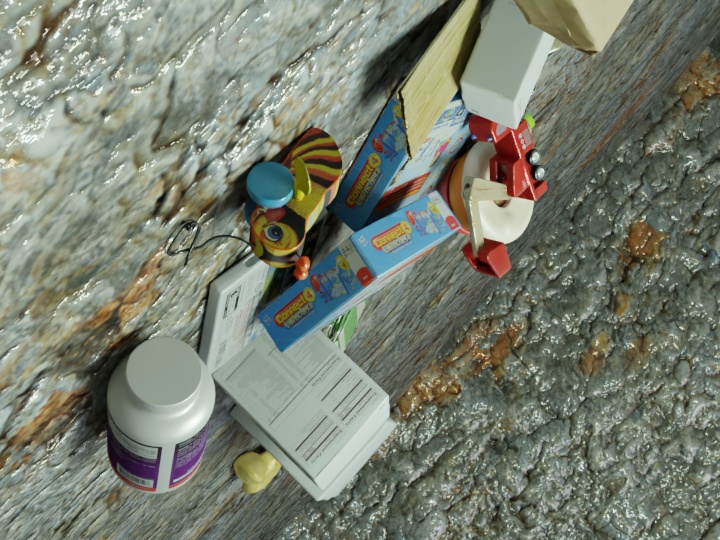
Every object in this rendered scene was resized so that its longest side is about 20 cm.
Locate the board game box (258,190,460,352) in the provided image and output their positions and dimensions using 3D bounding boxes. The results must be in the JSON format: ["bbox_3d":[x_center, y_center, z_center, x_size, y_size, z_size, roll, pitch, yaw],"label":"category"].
[{"bbox_3d":[0.000,0.000,1.154,0.195,0.056,0.199,-39,174,39],"label":"board game box"}]

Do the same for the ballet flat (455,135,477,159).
[{"bbox_3d":[0.198,-0.221,1.410,0.200,0.057,0.067,-46,168,-30],"label":"ballet flat"}]

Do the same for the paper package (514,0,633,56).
[{"bbox_3d":[0.215,-0.345,0.877,0.201,0.103,0.190,-56,145,2],"label":"paper package"}]

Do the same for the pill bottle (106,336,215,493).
[{"bbox_3d":[-0.216,0.154,1.003,0.112,0.112,0.201,-39,164,-33],"label":"pill bottle"}]

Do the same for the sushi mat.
[{"bbox_3d":[0.091,-0.221,1.024,0.201,0.012,0.096,-57,153,-32],"label":"sushi mat"}]

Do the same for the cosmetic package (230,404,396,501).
[{"bbox_3d":[-0.071,0.241,1.512,0.167,0.200,0.167,-48,167,-3],"label":"cosmetic package"}]

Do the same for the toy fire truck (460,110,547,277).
[{"bbox_3d":[0.172,-0.110,1.197,0.141,0.048,0.202,-40,123,-24],"label":"toy fire truck"}]

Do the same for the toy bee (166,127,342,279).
[{"bbox_3d":[-0.075,-0.045,0.923,0.200,0.108,0.131,-48,168,-6],"label":"toy bee"}]

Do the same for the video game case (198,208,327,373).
[{"bbox_3d":[-0.124,0.027,1.148,0.182,0.022,0.201,-40,163,-34],"label":"video game case"}]

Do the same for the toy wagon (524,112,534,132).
[{"bbox_3d":[0.201,-0.177,1.419,0.155,0.040,0.200,-46,-164,-11],"label":"toy wagon"}]

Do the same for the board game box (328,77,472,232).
[{"bbox_3d":[0.070,-0.158,1.187,0.199,0.056,0.197,-29,156,-55],"label":"board game box"}]

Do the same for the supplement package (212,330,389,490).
[{"bbox_3d":[-0.079,0.178,1.313,0.151,0.200,0.152,-45,166,-12],"label":"supplement package"}]

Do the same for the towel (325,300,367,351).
[{"bbox_3d":[-0.005,0.038,1.430,0.153,0.023,0.202,87,26,-72],"label":"towel"}]

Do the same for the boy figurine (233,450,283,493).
[{"bbox_3d":[-0.192,0.383,1.805,0.125,0.064,0.200,-50,166,7],"label":"boy figurine"}]

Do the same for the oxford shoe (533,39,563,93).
[{"bbox_3d":[0.198,-0.254,1.287,0.201,0.074,0.071,-54,168,33],"label":"oxford shoe"}]

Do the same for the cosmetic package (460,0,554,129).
[{"bbox_3d":[0.187,-0.280,1.078,0.203,0.070,0.101,-66,167,-3],"label":"cosmetic package"}]

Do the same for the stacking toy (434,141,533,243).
[{"bbox_3d":[0.136,-0.106,1.340,0.198,0.148,0.146,-4,-153,48],"label":"stacking toy"}]
